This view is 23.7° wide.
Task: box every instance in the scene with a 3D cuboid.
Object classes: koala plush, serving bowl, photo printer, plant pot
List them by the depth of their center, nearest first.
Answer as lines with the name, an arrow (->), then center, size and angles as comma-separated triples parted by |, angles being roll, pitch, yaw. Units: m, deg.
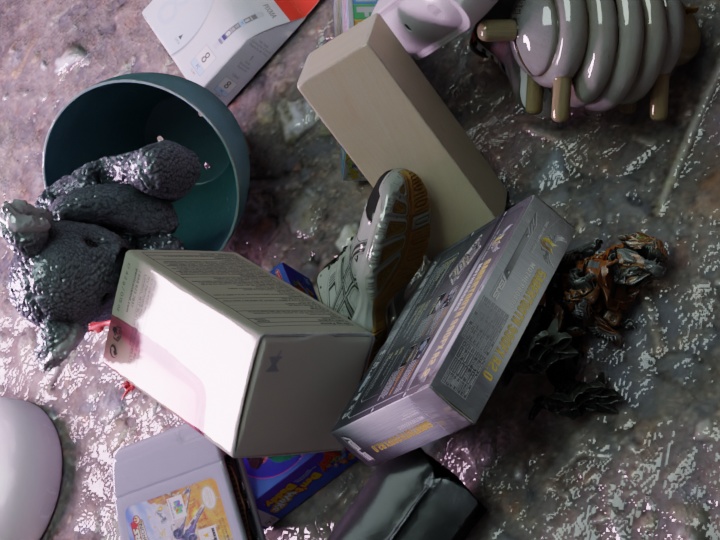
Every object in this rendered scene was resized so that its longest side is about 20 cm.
photo printer -> 0.094, -0.265, 1.426 | 0.167, 0.069, 0.200 | -54, 9, -11
koala plush -> -0.248, -0.005, 1.532 | 0.183, 0.200, 0.178 | -4, 108, 22
plant pot -> -0.189, -0.107, 1.663 | 0.199, 0.201, 0.135 | -27, 13, 25
serving bowl -> -0.394, 0.216, 1.726 | 0.199, 0.066, 0.201 | -18, 57, 30

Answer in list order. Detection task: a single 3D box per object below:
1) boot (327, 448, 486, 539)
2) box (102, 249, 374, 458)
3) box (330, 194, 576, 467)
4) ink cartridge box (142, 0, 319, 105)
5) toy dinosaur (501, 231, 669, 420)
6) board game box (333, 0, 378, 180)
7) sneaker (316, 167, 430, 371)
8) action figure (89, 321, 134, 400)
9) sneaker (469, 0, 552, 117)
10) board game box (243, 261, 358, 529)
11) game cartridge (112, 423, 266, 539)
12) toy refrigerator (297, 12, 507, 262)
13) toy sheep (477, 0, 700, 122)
boot -> -0.019, 0.215, 1.388 | 0.165, 0.066, 0.200 | 38, 96, 6
box -> -0.106, 0.066, 1.449 | 0.200, 0.127, 0.110 | 30, 110, 44
box -> 0.073, 0.049, 1.352 | 0.158, 0.048, 0.200 | -32, 23, 55
ink cartridge box -> -0.122, -0.289, 1.778 | 0.200, 0.047, 0.160 | -47, 47, 13
toy dinosaur -> 0.158, 0.044, 1.374 | 0.200, 0.102, 0.136 | -47, 29, 36
board game box -> -0.001, -0.203, 1.585 | 0.034, 0.135, 0.201 | 0, 61, -5
sneaker -> 0.000, 0.000, 1.455 | 0.087, 0.075, 0.201 | 30, 121, 35
action figure -> -0.234, 0.042, 1.689 | 0.099, 0.065, 0.200 | -38, 48, 9
sneaker -> 0.139, -0.201, 1.517 | 0.082, 0.077, 0.201 | -33, 40, 32
board game box -> -0.078, 0.110, 1.541 | 0.134, 0.045, 0.201 | -38, 49, 18
game cartridge -> -0.144, 0.236, 1.485 | 0.133, 0.041, 0.201 | -22, 80, 25
toy refrigerator -> 0.038, -0.112, 1.454 | 0.076, 0.200, 0.070 | -28, 24, 25
toy sheep -> 0.189, -0.190, 1.395 | 0.138, 0.199, 0.139 | 176, 90, -66
